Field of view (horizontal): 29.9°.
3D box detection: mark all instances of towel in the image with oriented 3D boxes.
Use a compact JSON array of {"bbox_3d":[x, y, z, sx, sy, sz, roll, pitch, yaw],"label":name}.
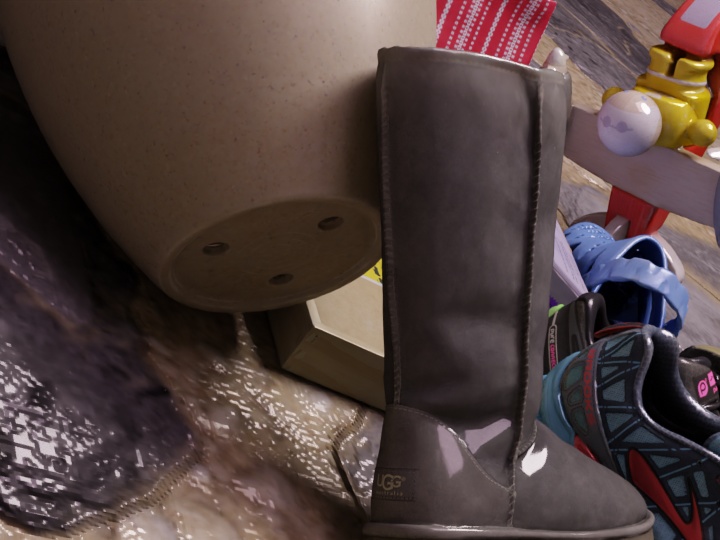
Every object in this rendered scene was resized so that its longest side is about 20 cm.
[{"bbox_3d":[0.043,-0.163,0.937,0.199,0.146,0.022,21,5,-36],"label":"towel"}]

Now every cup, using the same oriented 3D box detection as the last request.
[{"bbox_3d":[-0.050,-0.068,0.584,0.199,0.199,0.145,13,55,-46],"label":"cup"}]

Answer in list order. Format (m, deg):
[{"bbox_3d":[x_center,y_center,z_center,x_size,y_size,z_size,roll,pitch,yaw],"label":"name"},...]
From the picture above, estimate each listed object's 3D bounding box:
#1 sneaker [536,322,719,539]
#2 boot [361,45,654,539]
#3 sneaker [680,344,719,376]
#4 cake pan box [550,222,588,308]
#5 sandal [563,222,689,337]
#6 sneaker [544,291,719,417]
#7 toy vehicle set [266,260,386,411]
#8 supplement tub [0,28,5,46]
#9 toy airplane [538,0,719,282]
[{"bbox_3d":[0.162,0.113,0.627,0.201,0.096,0.079,54,31,14],"label":"sneaker"},{"bbox_3d":[0.065,0.020,0.559,0.181,0.072,0.203,11,76,-51],"label":"boot"},{"bbox_3d":[0.261,0.113,0.814,0.200,0.077,0.089,44,32,-6],"label":"sneaker"},{"bbox_3d":[0.055,-0.070,0.831,0.184,0.052,0.201,47,15,-24],"label":"cake pan box"},{"bbox_3d":[0.164,0.013,0.856,0.079,0.087,0.200,31,21,-11],"label":"sandal"},{"bbox_3d":[0.167,0.091,0.710,0.200,0.084,0.077,42,23,9],"label":"sneaker"},{"bbox_3d":[0.000,0.000,0.705,0.123,0.027,0.201,26,25,-28],"label":"toy vehicle set"},{"bbox_3d":[-0.128,-0.167,0.661,0.198,0.133,0.132,6,37,-38],"label":"supplement tub"},{"bbox_3d":[0.203,-0.085,0.965,0.141,0.199,0.201,10,63,-56],"label":"toy airplane"}]
